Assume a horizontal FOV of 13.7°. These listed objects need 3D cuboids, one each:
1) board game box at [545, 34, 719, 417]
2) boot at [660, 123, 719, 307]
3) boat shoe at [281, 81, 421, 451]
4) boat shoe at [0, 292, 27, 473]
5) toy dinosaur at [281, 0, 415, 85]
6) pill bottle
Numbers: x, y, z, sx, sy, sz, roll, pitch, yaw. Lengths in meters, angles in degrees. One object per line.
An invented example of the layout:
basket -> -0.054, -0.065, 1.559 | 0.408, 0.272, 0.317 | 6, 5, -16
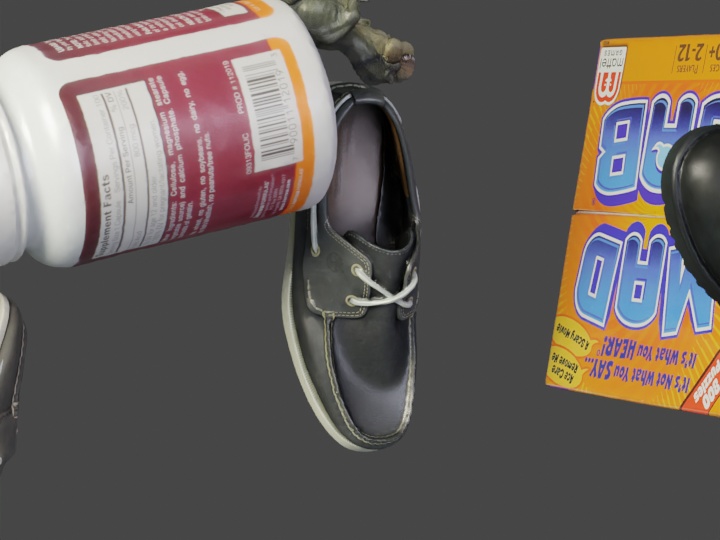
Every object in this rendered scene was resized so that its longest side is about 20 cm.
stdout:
board game box -> 0.246, -0.013, 1.639 | 0.199, 0.200, 0.201 | 10, 89, -23
boot -> 0.240, 0.016, 1.440 | 0.073, 0.162, 0.199 | -35, 106, -19
boat shoe -> 0.000, 0.000, 1.604 | 0.071, 0.068, 0.201 | -6, 97, -24
boat shoe -> -0.210, 0.109, 1.520 | 0.057, 0.067, 0.201 | 26, 86, -39
toy dinosaur -> -0.040, -0.170, 1.593 | 0.199, 0.047, 0.088 | 26, 88, -19
pill bottle -> -0.123, -0.066, 1.520 | 0.199, 0.114, 0.115 | -14, 97, -23
